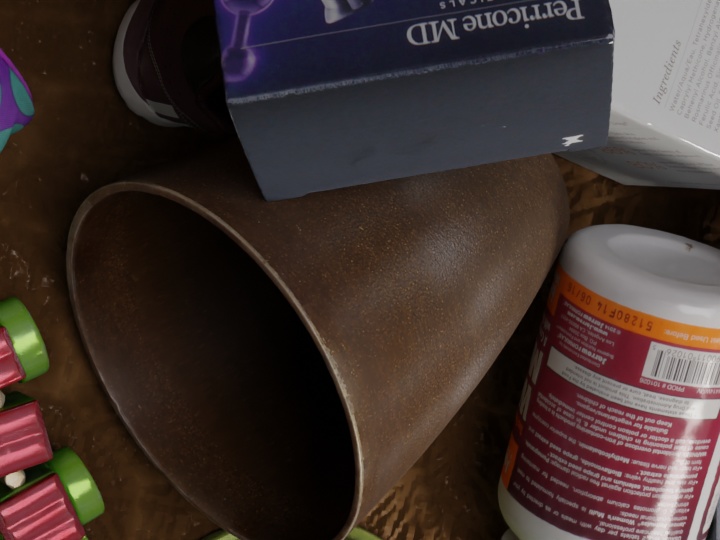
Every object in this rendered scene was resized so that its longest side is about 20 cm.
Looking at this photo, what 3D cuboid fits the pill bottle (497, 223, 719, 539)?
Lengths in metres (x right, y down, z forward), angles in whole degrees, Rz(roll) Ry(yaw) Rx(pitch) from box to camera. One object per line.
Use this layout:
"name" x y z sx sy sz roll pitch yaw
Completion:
"pill bottle" 0.132 0.086 0.934 0.110 0.110 0.200 4 110 -26

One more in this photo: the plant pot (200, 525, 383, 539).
"plant pot" -0.002 0.229 0.861 0.200 0.184 0.200 -2 95 -26

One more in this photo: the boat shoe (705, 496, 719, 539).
"boat shoe" 0.213 0.111 0.982 0.062 0.072 0.200 11 57 -1

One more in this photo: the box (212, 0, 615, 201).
"box" 0.013 -0.144 0.737 0.148 0.104 0.200 -10 71 2

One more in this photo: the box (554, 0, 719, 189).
"box" 0.111 -0.122 0.905 0.200 0.152 0.106 22 85 -26

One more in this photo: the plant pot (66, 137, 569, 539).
"plant pot" 0.000 0.000 0.862 0.200 0.187 0.187 -34 108 -34

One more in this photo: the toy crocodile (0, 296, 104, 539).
"toy crocodile" -0.162 0.080 0.841 0.067 0.062 0.200 -24 104 -22

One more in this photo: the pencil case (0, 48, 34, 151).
"pencil case" -0.236 -0.032 0.785 0.200 0.085 0.092 -47 125 -15

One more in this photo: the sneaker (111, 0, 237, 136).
"sneaker" -0.040 -0.151 0.834 0.076 0.116 0.200 9 102 -35
